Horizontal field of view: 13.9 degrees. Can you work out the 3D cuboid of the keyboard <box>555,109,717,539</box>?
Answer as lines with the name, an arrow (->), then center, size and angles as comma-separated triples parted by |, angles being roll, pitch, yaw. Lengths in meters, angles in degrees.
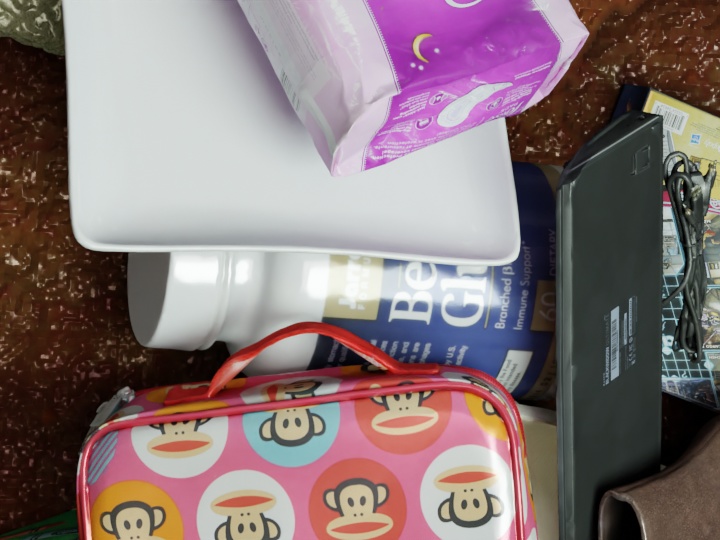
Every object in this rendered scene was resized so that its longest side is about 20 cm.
keyboard -> 0.122, 0.021, 1.333 | 0.127, 0.021, 0.200 | -31, 129, -44

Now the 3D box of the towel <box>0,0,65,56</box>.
towel -> -0.075, -0.154, 1.343 | 0.200, 0.036, 0.148 | 11, 94, -19

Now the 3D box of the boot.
boot -> 0.175, 0.161, 1.403 | 0.166, 0.072, 0.200 | -26, 119, -39

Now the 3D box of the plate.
plate -> -0.037, -0.092, 1.291 | 0.200, 0.032, 0.200 | 1, 67, -18

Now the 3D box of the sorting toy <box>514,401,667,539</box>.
sorting toy -> 0.085, 0.158, 1.405 | 0.180, 0.107, 0.200 | 6, 94, -26

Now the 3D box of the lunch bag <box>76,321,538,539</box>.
lunch bag -> -0.024, 0.110, 1.282 | 0.200, 0.082, 0.176 | -5, 96, 3

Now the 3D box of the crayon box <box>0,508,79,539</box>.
crayon box -> -0.137, 0.218, 1.357 | 0.119, 0.058, 0.200 | -18, 102, -14

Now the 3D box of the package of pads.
package of pads -> -0.002, -0.150, 1.269 | 0.120, 0.076, 0.200 | -21, 74, -23

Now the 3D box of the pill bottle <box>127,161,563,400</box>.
pill bottle -> 0.000, 0.000, 1.345 | 0.200, 0.111, 0.111 | 3, 96, -18

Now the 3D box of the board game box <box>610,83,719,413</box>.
board game box -> 0.196, 0.007, 1.448 | 0.200, 0.035, 0.136 | 21, 90, -19
